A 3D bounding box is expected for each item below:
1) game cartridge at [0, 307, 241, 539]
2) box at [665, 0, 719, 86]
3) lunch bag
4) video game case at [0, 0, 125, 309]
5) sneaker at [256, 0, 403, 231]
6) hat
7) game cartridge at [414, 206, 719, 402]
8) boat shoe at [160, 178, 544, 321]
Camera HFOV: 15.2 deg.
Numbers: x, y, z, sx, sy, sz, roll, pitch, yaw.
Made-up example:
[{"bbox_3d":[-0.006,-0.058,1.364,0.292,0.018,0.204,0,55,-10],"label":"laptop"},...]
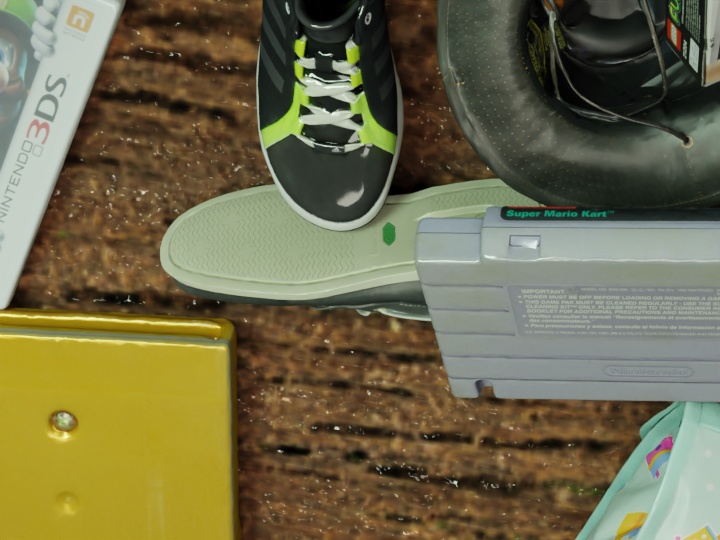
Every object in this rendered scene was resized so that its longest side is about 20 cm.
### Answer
[{"bbox_3d":[-0.150,0.113,1.415,0.175,0.033,0.201,3,120,4],"label":"game cartridge"},{"bbox_3d":[0.179,-0.172,1.095,0.110,0.035,0.201,-23,141,-14],"label":"box"},{"bbox_3d":[0.195,0.161,1.355,0.169,0.122,0.201,23,121,-4],"label":"lunch bag"},{"bbox_3d":[-0.237,-0.093,1.330,0.199,0.023,0.183,22,115,-5],"label":"video game case"},{"bbox_3d":[-0.021,-0.111,1.254,0.071,0.083,0.201,2,107,10],"label":"sneaker"},{"bbox_3d":[0.136,-0.120,1.249,0.199,0.081,0.202,4,113,9],"label":"hat"},{"bbox_3d":[0.131,0.017,1.251,0.199,0.039,0.130,1,143,12],"label":"game cartridge"},{"bbox_3d":[0.000,0.000,1.328,0.199,0.072,0.068,-1,141,12],"label":"boat shoe"}]
